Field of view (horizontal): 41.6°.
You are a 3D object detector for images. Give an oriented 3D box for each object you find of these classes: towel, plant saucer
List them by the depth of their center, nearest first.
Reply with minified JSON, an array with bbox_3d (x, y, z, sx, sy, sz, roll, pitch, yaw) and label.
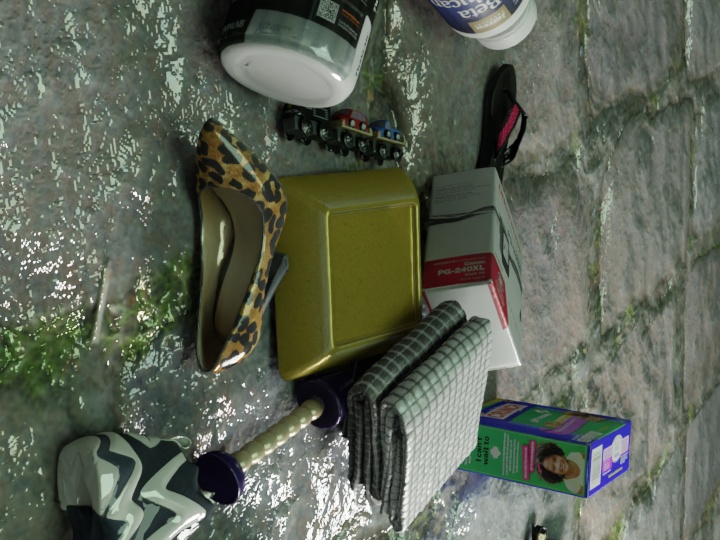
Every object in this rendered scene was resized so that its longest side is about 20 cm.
[{"bbox_3d":[0.000,0.000,0.963,0.200,0.048,0.200,-11,102,-46],"label":"plant saucer"},{"bbox_3d":[0.061,0.150,0.998,0.166,0.086,0.200,-40,145,-37],"label":"towel"}]

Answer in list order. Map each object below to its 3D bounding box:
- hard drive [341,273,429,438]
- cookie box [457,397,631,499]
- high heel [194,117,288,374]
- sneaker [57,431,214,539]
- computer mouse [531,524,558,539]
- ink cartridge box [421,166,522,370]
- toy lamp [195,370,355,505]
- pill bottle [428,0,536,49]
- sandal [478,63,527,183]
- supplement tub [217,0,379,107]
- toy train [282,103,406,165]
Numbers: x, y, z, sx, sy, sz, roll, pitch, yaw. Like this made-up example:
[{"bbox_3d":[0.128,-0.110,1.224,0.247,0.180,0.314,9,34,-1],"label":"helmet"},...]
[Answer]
[{"bbox_3d":[0.043,0.100,1.095,0.140,0.033,0.200,20,78,-56],"label":"hard drive"},{"bbox_3d":[0.236,0.230,1.261,0.171,0.200,0.075,-4,98,-57],"label":"cookie box"},{"bbox_3d":[-0.116,-0.014,0.790,0.200,0.071,0.143,74,32,-45],"label":"high heel"},{"bbox_3d":[-0.167,0.221,0.751,0.130,0.079,0.199,-5,90,-48],"label":"sneaker"},{"bbox_3d":[0.323,0.490,1.588,0.200,0.044,0.110,28,67,-49],"label":"computer mouse"},{"bbox_3d":[0.136,-0.004,1.113,0.200,0.083,0.145,-80,153,-45],"label":"ink cartridge box"},{"bbox_3d":[-0.071,0.152,0.908,0.200,0.058,0.058,-33,123,-51],"label":"toy lamp"},{"bbox_3d":[0.128,-0.334,1.074,0.200,0.111,0.111,29,71,-55],"label":"pill bottle"},{"bbox_3d":[0.194,-0.175,1.264,0.075,0.045,0.200,13,85,-57],"label":"sandal"},{"bbox_3d":[-0.041,-0.255,0.821,0.123,0.122,0.200,32,70,-54],"label":"supplement tub"},{"bbox_3d":[-0.013,-0.142,0.968,0.200,0.034,0.046,6,78,-56],"label":"toy train"}]
